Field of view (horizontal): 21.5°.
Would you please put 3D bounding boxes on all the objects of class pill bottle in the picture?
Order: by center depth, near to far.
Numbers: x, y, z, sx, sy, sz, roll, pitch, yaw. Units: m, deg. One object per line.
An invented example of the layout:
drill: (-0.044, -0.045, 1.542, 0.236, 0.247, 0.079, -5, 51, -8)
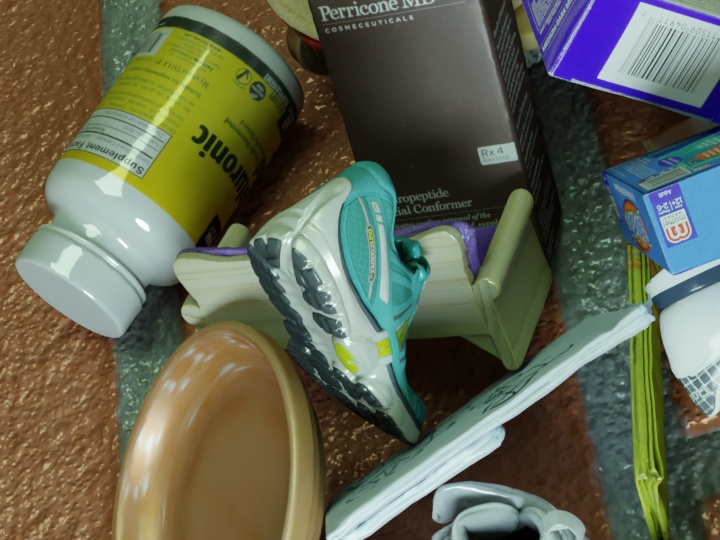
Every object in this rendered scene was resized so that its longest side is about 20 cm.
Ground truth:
pill bottle: (-0.131, -0.061, 1.211, 0.111, 0.111, 0.200, 21, 68, 32)

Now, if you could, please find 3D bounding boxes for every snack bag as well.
snack bag: (0.063, 0.081, 1.002, 0.200, 0.189, 0.021, -36, 88, -3)

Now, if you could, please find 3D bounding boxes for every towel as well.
towel: (0.160, 0.043, 1.034, 0.018, 0.086, 0.201, -6, 56, 15)

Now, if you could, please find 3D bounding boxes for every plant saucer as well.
plant saucer: (-0.076, 0.130, 1.048, 0.200, 0.037, 0.201, -26, 57, 50)

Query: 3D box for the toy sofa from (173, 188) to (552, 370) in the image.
toy sofa: (0.000, 0.000, 1.075, 0.199, 0.098, 0.083, -6, 35, 27)

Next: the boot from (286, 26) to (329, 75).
boot: (-0.035, -0.218, 1.307, 0.154, 0.074, 0.200, 17, 53, 30)

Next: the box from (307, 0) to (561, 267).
box: (0.047, -0.092, 1.096, 0.100, 0.201, 0.075, -7, 30, 18)

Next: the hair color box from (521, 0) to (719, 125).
hair color box: (0.138, -0.169, 1.015, 0.109, 0.065, 0.201, 14, 38, -21)

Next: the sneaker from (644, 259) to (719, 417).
sneaker: (0.247, 0.005, 0.956, 0.199, 0.076, 0.081, -22, 78, 9)

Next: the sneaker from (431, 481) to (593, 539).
sneaker: (0.035, 0.162, 0.983, 0.199, 0.115, 0.075, -11, 57, 15)

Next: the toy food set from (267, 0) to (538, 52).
toy food set: (0.034, -0.203, 1.188, 0.199, 0.049, 0.199, -12, 49, 3)

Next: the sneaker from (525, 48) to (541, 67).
sneaker: (0.095, -0.153, 1.208, 0.086, 0.075, 0.201, 11, 62, 22)

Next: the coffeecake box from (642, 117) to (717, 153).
coffeecake box: (0.281, -0.045, 1.052, 0.199, 0.073, 0.154, -27, 53, 3)

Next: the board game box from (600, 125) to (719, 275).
board game box: (0.228, -0.061, 0.943, 0.199, 0.152, 0.045, -22, 97, 3)

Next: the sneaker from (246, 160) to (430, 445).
sneaker: (0.009, 0.023, 0.980, 0.077, 0.200, 0.080, 33, 68, 30)
